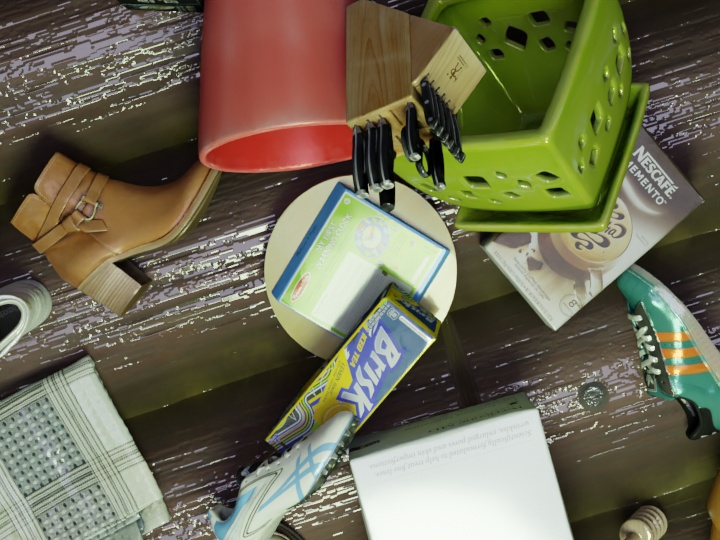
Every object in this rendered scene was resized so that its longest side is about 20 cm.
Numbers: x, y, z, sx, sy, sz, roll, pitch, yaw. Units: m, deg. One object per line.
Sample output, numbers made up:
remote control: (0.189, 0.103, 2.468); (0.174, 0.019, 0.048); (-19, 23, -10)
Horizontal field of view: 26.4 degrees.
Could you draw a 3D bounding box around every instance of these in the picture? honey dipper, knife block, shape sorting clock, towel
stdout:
honey dipper: (0.254, 0.284, 1.523); (0.038, 0.200, 0.038); (8, 106, 29)
knife block: (0.020, -0.144, 1.382); (0.176, 0.200, 0.064); (-52, 133, -9)
shape sorting clock: (0.000, 0.000, 1.577); (0.199, 0.039, 0.201); (0, 104, -1)
towel: (-0.318, 0.219, 1.591); (0.192, 0.035, 0.201); (-27, 94, 1)

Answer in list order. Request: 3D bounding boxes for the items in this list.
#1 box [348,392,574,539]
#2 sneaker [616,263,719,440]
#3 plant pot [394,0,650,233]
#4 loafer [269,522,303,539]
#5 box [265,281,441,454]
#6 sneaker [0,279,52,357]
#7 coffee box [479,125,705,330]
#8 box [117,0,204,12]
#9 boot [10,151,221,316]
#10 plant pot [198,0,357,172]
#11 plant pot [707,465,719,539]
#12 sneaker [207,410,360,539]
box: (0.105, 0.248, 1.548); (0.198, 0.131, 0.201); (-15, 94, 0)
sneaker: (0.315, 0.086, 1.568); (0.080, 0.071, 0.200); (-38, 96, -1)
plant pot: (0.158, -0.144, 1.458); (0.198, 0.182, 0.201); (1, 58, 37)
loafer: (-0.061, 0.345, 1.582); (0.073, 0.071, 0.200); (-35, 93, 2)
box: (-0.007, 0.111, 1.550); (0.070, 0.064, 0.200); (39, 106, -3)
sneaker: (-0.411, 0.076, 1.542); (0.199, 0.116, 0.074); (-33, 95, 3)
coffee box: (0.233, -0.048, 1.556); (0.200, 0.080, 0.113); (-41, 92, 2)
box: (-0.195, -0.342, 1.474); (0.085, 0.200, 0.165); (2, 94, -1)
boot: (-0.246, -0.073, 1.562); (0.155, 0.077, 0.200); (39, 100, 1)
plant pot: (-0.072, -0.203, 1.498); (0.199, 0.200, 0.179); (-9, 82, 0)
plant pot: (0.426, 0.304, 1.536); (0.199, 0.200, 0.184); (17, 109, -2)
sneaker: (-0.078, 0.205, 1.519); (0.072, 0.072, 0.200); (45, 110, 4)
